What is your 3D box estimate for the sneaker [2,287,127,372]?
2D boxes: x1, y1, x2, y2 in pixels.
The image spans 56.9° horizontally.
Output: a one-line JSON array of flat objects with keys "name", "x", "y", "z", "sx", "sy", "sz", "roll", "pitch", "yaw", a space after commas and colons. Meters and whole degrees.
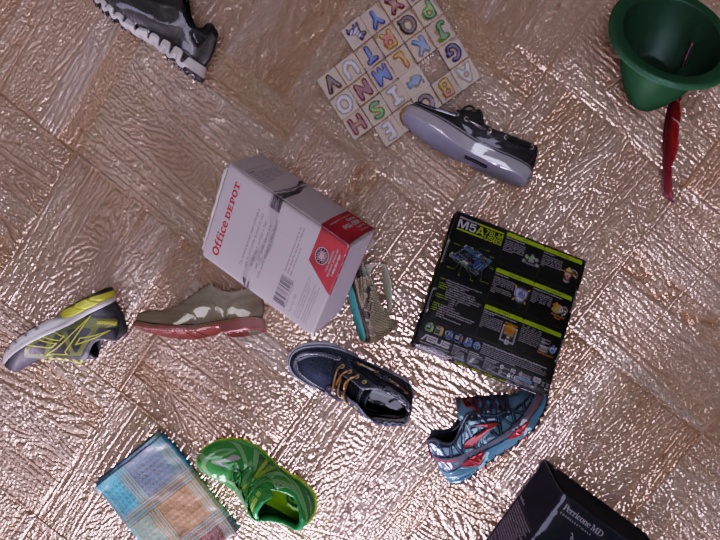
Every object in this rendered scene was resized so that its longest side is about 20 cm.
[{"name": "sneaker", "x": -0.431, "y": 0.106, "z": 0.971, "sx": 0.197, "sy": 0.075, "sz": 0.086, "roll": -30, "pitch": 95, "yaw": 7}]

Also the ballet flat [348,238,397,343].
[{"name": "ballet flat", "x": 0.000, "y": 0.000, "z": 0.942, "sx": 0.074, "sy": 0.068, "sz": 0.205, "roll": -24, "pitch": 96, "yaw": -14}]

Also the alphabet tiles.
[{"name": "alphabet tiles", "x": 0.044, "y": -0.283, "z": 0.926, "sx": 0.198, "sy": 0.008, "sz": 0.169, "roll": -34, "pitch": 94, "yaw": 7}]

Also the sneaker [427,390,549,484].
[{"name": "sneaker", "x": 0.178, "y": 0.215, "z": 0.947, "sx": 0.199, "sy": 0.079, "sz": 0.096, "roll": -41, "pitch": 92, "yaw": 7}]

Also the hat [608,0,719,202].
[{"name": "hat", "x": 0.387, "y": -0.243, "z": 0.906, "sx": 0.161, "sy": 0.177, "sz": 0.204, "roll": 12, "pitch": 61, "yaw": 4}]

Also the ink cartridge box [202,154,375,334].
[{"name": "ink cartridge box", "x": -0.099, "y": -0.039, "z": 0.884, "sx": 0.198, "sy": 0.083, "sz": 0.149, "roll": 34, "pitch": 121, "yaw": 14}]

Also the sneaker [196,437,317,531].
[{"name": "sneaker", "x": -0.152, "y": 0.313, "z": 0.977, "sx": 0.196, "sy": 0.084, "sz": 0.075, "roll": 28, "pitch": 99, "yaw": 0}]

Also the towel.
[{"name": "towel", "x": -0.299, "y": 0.364, "z": 1.024, "sx": 0.146, "sy": 0.022, "sz": 0.202, "roll": -38, "pitch": 94, "yaw": 8}]

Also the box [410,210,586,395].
[{"name": "box", "x": 0.190, "y": 0.045, "z": 0.916, "sx": 0.195, "sy": 0.048, "sz": 0.198, "roll": 19, "pitch": 79, "yaw": 0}]

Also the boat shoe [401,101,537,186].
[{"name": "boat shoe", "x": 0.153, "y": -0.188, "z": 0.905, "sx": 0.196, "sy": 0.070, "sz": 0.068, "roll": 26, "pitch": 81, "yaw": 3}]

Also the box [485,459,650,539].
[{"name": "box", "x": 0.294, "y": 0.424, "z": 0.947, "sx": 0.198, "sy": 0.124, "sz": 0.199, "roll": 34, "pitch": 96, "yaw": -2}]

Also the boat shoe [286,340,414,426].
[{"name": "boat shoe", "x": -0.015, "y": 0.159, "z": 0.945, "sx": 0.195, "sy": 0.091, "sz": 0.073, "roll": 17, "pitch": 98, "yaw": 1}]

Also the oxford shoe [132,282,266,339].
[{"name": "oxford shoe", "x": -0.233, "y": 0.059, "z": 0.966, "sx": 0.194, "sy": 0.071, "sz": 0.076, "roll": -2, "pitch": 77, "yaw": 0}]

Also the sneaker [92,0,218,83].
[{"name": "sneaker", "x": -0.278, "y": -0.352, "z": 0.909, "sx": 0.198, "sy": 0.067, "sz": 0.092, "roll": 35, "pitch": 95, "yaw": -5}]
